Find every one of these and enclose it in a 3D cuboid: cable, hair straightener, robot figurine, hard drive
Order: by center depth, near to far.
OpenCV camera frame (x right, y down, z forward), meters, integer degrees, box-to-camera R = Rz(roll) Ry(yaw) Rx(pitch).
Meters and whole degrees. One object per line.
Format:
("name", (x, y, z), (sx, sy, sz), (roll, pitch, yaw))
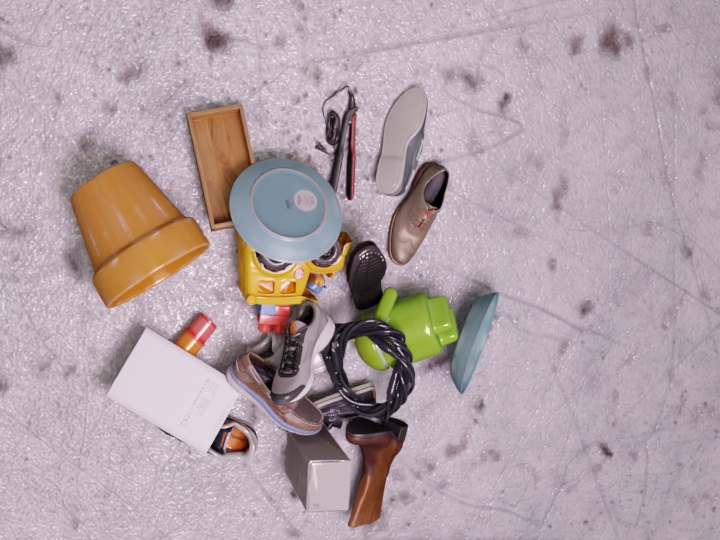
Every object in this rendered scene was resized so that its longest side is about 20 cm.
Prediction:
("hard drive", (-0.319, 0.207, 1.630), (0.198, 0.027, 0.133), (33, 80, -14))
("cable", (0.021, 0.176, 1.679), (0.160, 0.051, 0.203), (-15, 108, 17))
("hair straightener", (-0.042, -0.230, 1.696), (0.075, 0.041, 0.204), (3, 98, -16))
("robot figurine", (0.076, 0.113, 1.727), (0.197, 0.117, 0.176), (-19, 144, 13))

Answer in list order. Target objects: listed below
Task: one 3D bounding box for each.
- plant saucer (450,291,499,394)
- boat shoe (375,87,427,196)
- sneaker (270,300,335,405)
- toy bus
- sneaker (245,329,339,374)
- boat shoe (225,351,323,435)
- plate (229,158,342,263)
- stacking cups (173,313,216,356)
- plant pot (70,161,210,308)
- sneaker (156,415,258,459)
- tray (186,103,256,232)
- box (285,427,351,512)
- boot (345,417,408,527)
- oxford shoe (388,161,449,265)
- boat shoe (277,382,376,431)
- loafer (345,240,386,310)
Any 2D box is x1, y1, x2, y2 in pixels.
("plant saucer", (0.208, 0.130, 1.764), (0.035, 0.200, 0.204), (20, 93, 14))
("boat shoe", (0.082, -0.233, 1.733), (0.062, 0.072, 0.204), (22, 84, -60))
("sneaker", (-0.109, 0.139, 1.594), (0.080, 0.073, 0.202), (59, 39, -39))
("toy bus", (-0.122, 0.012, 1.666), (0.196, 0.136, 0.196), (0, 102, -18))
("sneaker", (-0.115, 0.144, 1.703), (0.197, 0.075, 0.101), (-22, 133, -12))
("boat shoe", (-0.138, 0.215, 1.647), (0.198, 0.073, 0.072), (34, 127, -15))
("plate", (-0.122, -0.108, 1.588), (0.196, 0.026, 0.204), (8, 61, -15))
("stacking cups", (-0.331, 0.165, 1.674), (0.060, 0.060, 0.201), (44, 81, -17))
("plant pot", (-0.378, -0.069, 1.559), (0.198, 0.200, 0.185), (-32, 90, -9))
("sneaker", (-0.274, 0.284, 1.693), (0.197, 0.079, 0.080), (18, 95, -16))
("tray", (-0.231, -0.176, 1.627), (0.097, 0.037, 0.204), (-12, 85, -14))
("box", (-0.079, 0.353, 1.694), (0.076, 0.200, 0.097), (2, 98, -16))
("boot", (0.005, 0.377, 1.760), (0.068, 0.188, 0.204), (20, 95, 25))
("oxford shoe", (0.107, -0.104, 1.741), (0.069, 0.075, 0.204), (19, 94, -18))
("boat shoe", (-0.057, 0.266, 1.751), (0.196, 0.075, 0.063), (-16, 82, -18))
("loafer", (0.000, 0.000, 1.679), (0.072, 0.201, 0.072), (-19, 64, -12))
